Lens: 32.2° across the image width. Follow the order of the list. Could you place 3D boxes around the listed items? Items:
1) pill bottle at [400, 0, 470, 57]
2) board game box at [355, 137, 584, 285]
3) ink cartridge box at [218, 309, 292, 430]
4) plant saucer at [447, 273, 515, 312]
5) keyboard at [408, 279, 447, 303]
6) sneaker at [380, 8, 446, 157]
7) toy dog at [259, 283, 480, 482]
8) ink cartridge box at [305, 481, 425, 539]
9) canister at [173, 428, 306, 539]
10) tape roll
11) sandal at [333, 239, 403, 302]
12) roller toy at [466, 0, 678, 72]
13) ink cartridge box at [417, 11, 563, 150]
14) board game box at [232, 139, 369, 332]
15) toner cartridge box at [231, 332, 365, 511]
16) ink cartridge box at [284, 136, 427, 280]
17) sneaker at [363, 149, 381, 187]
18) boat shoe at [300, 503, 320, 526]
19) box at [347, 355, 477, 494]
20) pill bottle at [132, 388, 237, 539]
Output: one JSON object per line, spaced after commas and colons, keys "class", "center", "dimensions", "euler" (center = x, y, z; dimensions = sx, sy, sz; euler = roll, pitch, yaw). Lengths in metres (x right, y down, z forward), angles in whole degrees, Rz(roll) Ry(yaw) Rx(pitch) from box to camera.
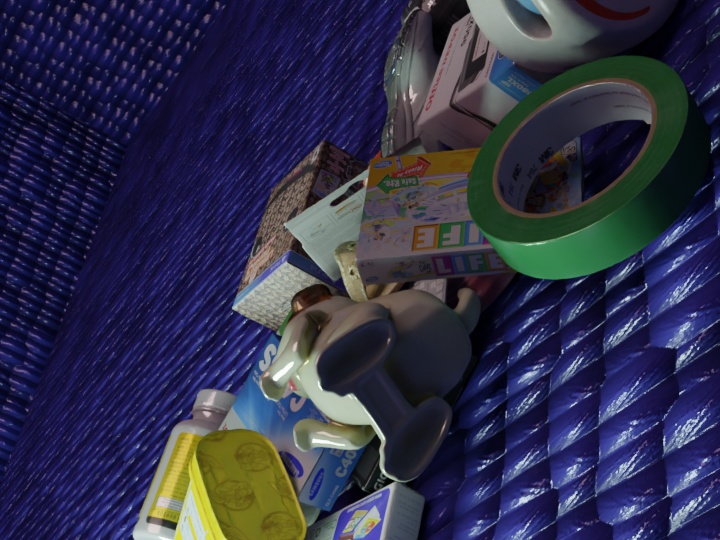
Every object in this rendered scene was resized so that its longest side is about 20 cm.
{"class": "pill bottle", "center": [0.120, -0.323, 1.517], "dimensions": [0.200, 0.106, 0.107], "euler": [-53, 21, 23]}
{"class": "board game box", "center": [0.101, -0.054, 1.117], "dimensions": [0.198, 0.034, 0.135], "euler": [-5, 45, 14]}
{"class": "ink cartridge box", "center": [-0.078, 0.155, 1.413], "dimensions": [0.201, 0.083, 0.147], "euler": [-58, 20, 11]}
{"class": "plant saucer", "center": [0.111, -0.044, 1.247], "dimensions": [0.201, 0.051, 0.201], "euler": [-52, 21, 29]}
{"class": "keyboard", "center": [0.060, 0.057, 1.160], "dimensions": [0.056, 0.011, 0.201], "euler": [-41, 31, 42]}
{"class": "sneaker", "center": [0.072, -0.206, 1.461], "dimensions": [0.074, 0.086, 0.202], "euler": [148, 127, -76]}
{"class": "toy dog", "center": [-0.005, 0.070, 1.103], "dimensions": [0.194, 0.140, 0.200], "euler": [-52, 24, -17]}
{"class": "ink cartridge box", "center": [-0.024, 0.311, 1.124], "dimensions": [0.198, 0.043, 0.201], "euler": [-38, 29, 51]}
{"class": "canister", "center": [-0.128, 0.275, 1.202], "dimensions": [0.149, 0.086, 0.201], "euler": [62, 143, 41]}
{"class": "tape roll", "center": [0.183, -0.086, 1.014], "dimensions": [0.199, 0.048, 0.201], "euler": [-27, 37, 22]}
{"class": "sandal", "center": [-0.002, 0.004, 1.270], "dimensions": [0.212, 0.069, 0.078], "euler": [-53, 12, 47]}
{"class": "roller toy", "center": [0.200, -0.282, 1.143], "dimensions": [0.140, 0.198, 0.184], "euler": [-11, 67, 65]}
{"class": "ink cartridge box", "center": [0.158, -0.220, 1.312], "dimensions": [0.200, 0.084, 0.146], "euler": [-25, 40, 61]}
{"class": "board game box", "center": [-0.068, -0.039, 1.627], "dimensions": [0.159, 0.096, 0.201], "euler": [-38, 30, 50]}
{"class": "toner cartridge box", "center": [-0.062, 0.147, 1.249], "dimensions": [0.096, 0.043, 0.200], "euler": [-62, 30, 8]}
{"class": "ink cartridge box", "center": [0.004, -0.074, 1.287], "dimensions": [0.160, 0.200, 0.050], "euler": [-34, 68, 3]}
{"class": "sneaker", "center": [0.046, -0.070, 1.448], "dimensions": [0.077, 0.073, 0.201], "euler": [-29, 42, 31]}
{"class": "boat shoe", "center": [-0.101, 0.272, 1.332], "dimensions": [0.203, 0.072, 0.060], "euler": [-60, 23, 17]}
{"class": "box", "center": [0.027, 0.124, 1.238], "dimensions": [0.160, 0.046, 0.200], "euler": [-62, 20, 2]}
{"class": "pill bottle", "center": [-0.197, 0.254, 1.542], "dimensions": [0.111, 0.111, 0.201], "euler": [-28, 39, 58]}
